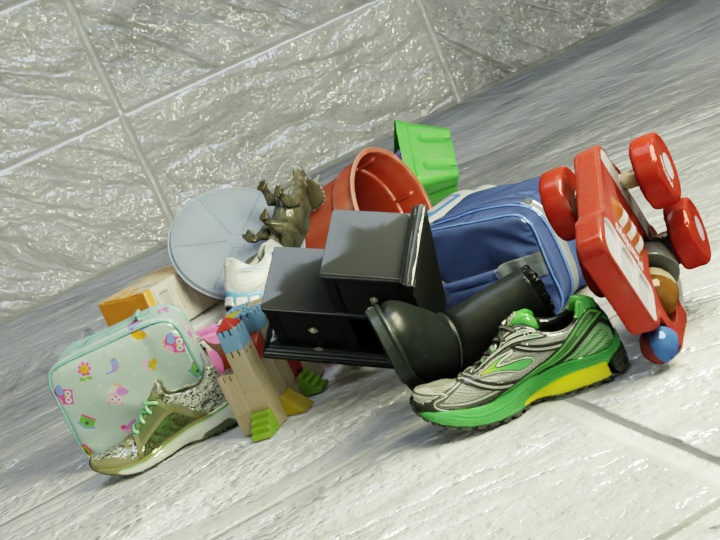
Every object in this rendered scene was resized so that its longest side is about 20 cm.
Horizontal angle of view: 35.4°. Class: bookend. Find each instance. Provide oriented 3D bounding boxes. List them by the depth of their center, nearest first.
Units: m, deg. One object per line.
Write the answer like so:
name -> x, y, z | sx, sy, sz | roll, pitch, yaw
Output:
bookend -> -0.021, 0.017, 1.176 | 0.197, 0.200, 0.093 | 4, 62, 12

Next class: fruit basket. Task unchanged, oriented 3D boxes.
fruit basket -> 0.056, -0.133, 1.858 | 0.214, 0.156, 0.216 | -7, -26, -4

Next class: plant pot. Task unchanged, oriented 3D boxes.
plant pot -> -0.017, -0.054, 1.715 | 0.195, 0.201, 0.201 | -26, 8, 35

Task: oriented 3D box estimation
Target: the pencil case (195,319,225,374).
pencil case -> -0.212, 0.119, 1.525 | 0.199, 0.094, 0.091 | -22, 38, 20

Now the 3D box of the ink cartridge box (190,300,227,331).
ink cartridge box -> -0.187, 0.082, 1.672 | 0.199, 0.085, 0.144 | -26, 11, -12

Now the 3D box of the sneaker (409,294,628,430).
sneaker -> 0.135, 0.081, 1.027 | 0.199, 0.086, 0.078 | -24, 12, 7

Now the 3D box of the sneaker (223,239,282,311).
sneaker -> -0.097, -0.004, 1.558 | 0.199, 0.087, 0.075 | -10, -3, -27

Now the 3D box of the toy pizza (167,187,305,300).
toy pizza -> -0.180, -0.036, 1.642 | 0.200, 0.200, 0.032 | -30, -25, -25

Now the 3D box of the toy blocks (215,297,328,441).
toy blocks -> -0.115, 0.096, 1.332 | 0.099, 0.137, 0.200 | -19, 12, 25

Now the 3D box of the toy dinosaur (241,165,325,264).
toy dinosaur -> -0.106, -0.067, 1.600 | 0.077, 0.102, 0.201 | -2, 67, 48

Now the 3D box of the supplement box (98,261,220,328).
supplement box -> -0.271, 0.029, 1.681 | 0.126, 0.074, 0.200 | -13, 16, 44

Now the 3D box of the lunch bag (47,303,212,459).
lunch bag -> -0.284, 0.137, 1.432 | 0.199, 0.161, 0.077 | -24, 12, 5

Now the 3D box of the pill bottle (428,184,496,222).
pill bottle -> 0.130, -0.040, 1.510 | 0.112, 0.113, 0.200 | -13, 16, 44

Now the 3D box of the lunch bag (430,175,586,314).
lunch bag -> 0.157, -0.016, 1.282 | 0.199, 0.137, 0.132 | -14, 15, 43

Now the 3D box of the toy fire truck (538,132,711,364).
toy fire truck -> 0.237, -0.009, 0.992 | 0.112, 0.200, 0.169 | -19, 39, 26

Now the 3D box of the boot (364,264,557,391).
boot -> 0.101, 0.049, 1.070 | 0.162, 0.074, 0.198 | -29, -26, 4

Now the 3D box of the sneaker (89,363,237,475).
sneaker -> -0.241, 0.174, 1.358 | 0.199, 0.089, 0.077 | -27, 12, -9
